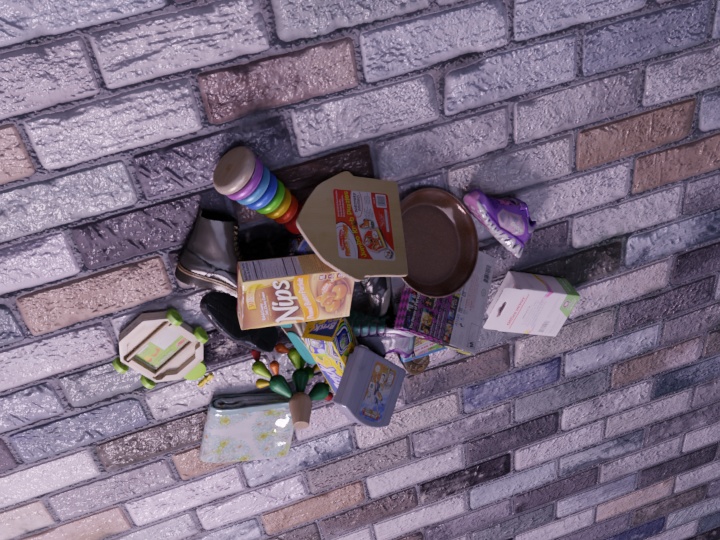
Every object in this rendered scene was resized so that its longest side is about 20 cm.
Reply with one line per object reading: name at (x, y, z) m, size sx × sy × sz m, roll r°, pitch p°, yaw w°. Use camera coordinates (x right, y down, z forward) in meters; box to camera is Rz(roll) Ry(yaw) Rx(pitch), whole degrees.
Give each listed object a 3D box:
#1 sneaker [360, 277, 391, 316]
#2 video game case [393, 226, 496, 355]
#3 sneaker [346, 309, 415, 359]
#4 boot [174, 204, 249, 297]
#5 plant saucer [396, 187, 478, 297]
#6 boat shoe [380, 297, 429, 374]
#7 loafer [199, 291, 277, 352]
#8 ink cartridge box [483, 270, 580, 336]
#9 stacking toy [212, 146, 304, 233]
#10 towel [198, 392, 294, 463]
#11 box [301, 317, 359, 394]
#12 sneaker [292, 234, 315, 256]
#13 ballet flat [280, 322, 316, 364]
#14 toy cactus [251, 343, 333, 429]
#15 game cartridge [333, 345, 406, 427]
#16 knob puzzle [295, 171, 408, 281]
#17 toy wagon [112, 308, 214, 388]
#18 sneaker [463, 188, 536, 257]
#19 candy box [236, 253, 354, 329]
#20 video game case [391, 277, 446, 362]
sneaker at (0.000, 0.000, 1.514) m, size 0.113 × 0.076 × 0.201 m, roll -11°, pitch 123°, yaw -10°
video game case at (0.165, 0.041, 1.549) m, size 0.180 × 0.036 × 0.202 m, roll 21°, pitch 76°, yaw -28°
sneaker at (0.011, 0.132, 1.573) m, size 0.198 × 0.075 × 0.088 m, roll 5°, pitch 117°, yaw 17°
boot at (-0.209, -0.030, 1.415) m, size 0.198 × 0.078 × 0.139 m, roll 9°, pitch 118°, yaw -28°
plant saucer at (0.129, -0.050, 1.497) m, size 0.198 × 0.037 × 0.203 m, roll 3°, pitch 84°, yaw -30°
boat shoe at (0.075, 0.117, 1.641) m, size 0.072 × 0.068 × 0.202 m, roll -28°, pitch 114°, yaw -10°
loafer at (-0.234, 0.097, 1.484) m, size 0.072 × 0.073 × 0.200 m, roll 2°, pitch 152°, yaw 33°
ink cartridge box at (0.348, 0.069, 1.713) m, size 0.198 × 0.068 × 0.118 m, roll 7°, pitch 124°, yaw -28°
stacking toy at (-0.153, -0.120, 1.363) m, size 0.085 × 0.086 × 0.200 m, roll -40°, pitch 135°, yaw 12°
towel at (-0.231, 0.333, 1.703) m, size 0.198 × 0.048 × 0.173 m, roll 1°, pitch 125°, yaw -22°
box at (-0.040, 0.165, 1.548) m, size 0.069 × 0.065 × 0.201 m, roll 6°, pitch 143°, yaw 27°
sneaker at (-0.094, -0.001, 1.473) m, size 0.078 × 0.076 × 0.201 m, roll -7°, pitch 134°, yaw -15°
ballet flat at (-0.126, 0.095, 1.548) m, size 0.069 × 0.070 × 0.201 m, roll -31°, pitch 123°, yaw 4°
toy cactus at (-0.127, 0.233, 1.597) m, size 0.199 × 0.166 × 0.102 m, roll 24°, pitch 134°, yaw -32°
game cartridge at (0.021, 0.232, 1.565) m, size 0.200 × 0.041 × 0.135 m, roll 35°, pitch 67°, yaw -57°
knob puzzle at (-0.020, -0.074, 1.394) m, size 0.217 × 0.222 × 0.030 m, roll 5°, pitch 159°, yaw -25°
toy wagon at (-0.358, 0.157, 1.521) m, size 0.155 × 0.040 × 0.200 m, roll -39°, pitch 131°, yaw 11°
sneaker at (0.272, -0.108, 1.545) m, size 0.089 × 0.081 × 0.200 m, roll -46°, pitch 134°, yaw 8°
candy box at (-0.113, 0.034, 1.404) m, size 0.198 × 0.056 × 0.116 m, roll -7°, pitch 134°, yaw -17°
video game case at (0.131, 0.068, 1.602) m, size 0.142 × 0.018 × 0.202 m, roll -15°, pitch 108°, yaw -18°
